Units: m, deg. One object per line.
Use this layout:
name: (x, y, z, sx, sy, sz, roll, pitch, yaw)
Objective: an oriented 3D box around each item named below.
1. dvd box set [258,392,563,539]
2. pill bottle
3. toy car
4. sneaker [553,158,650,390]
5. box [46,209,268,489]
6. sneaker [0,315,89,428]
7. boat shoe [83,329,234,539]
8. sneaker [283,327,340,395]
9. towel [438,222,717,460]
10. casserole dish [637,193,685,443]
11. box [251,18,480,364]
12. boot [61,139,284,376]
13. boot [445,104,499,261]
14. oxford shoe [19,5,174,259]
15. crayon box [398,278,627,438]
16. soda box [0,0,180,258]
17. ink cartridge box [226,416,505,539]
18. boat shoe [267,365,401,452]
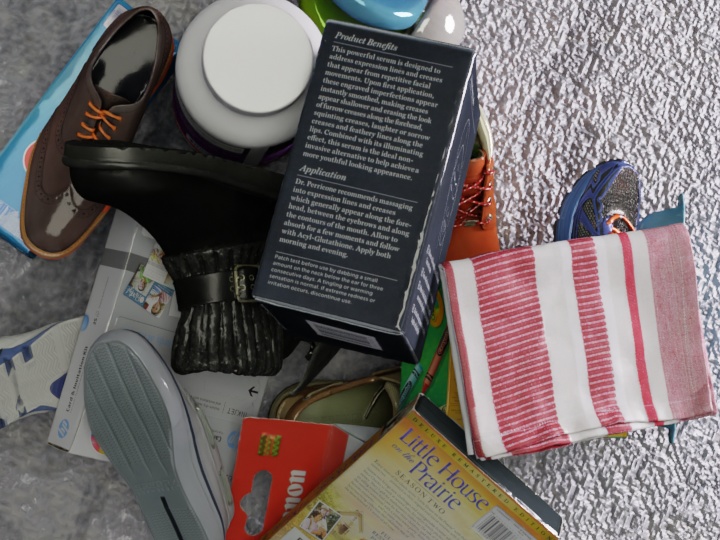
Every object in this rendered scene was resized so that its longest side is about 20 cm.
dvd box set: (0.031, 0.200, 1.145, 0.146, 0.029, 0.200, 41, 118, -7)
pill bottle: (-0.083, -0.141, 1.147, 0.112, 0.200, 0.113, 0, 87, -8)
toy car: (0.029, -0.258, 1.198, 0.175, 0.150, 0.200, 34, 82, -6)
sneaker: (0.193, 0.013, 1.169, 0.075, 0.078, 0.201, 14, 79, -39)
box: (-0.137, 0.055, 1.176, 0.156, 0.041, 0.201, 19, 83, -38)
sneaker: (-0.279, 0.078, 1.162, 0.199, 0.115, 0.081, -20, 112, -39)
boat shoe: (-0.144, 0.121, 1.120, 0.073, 0.067, 0.200, -2, 118, 21)
sneaker: (-0.002, -0.002, 1.178, 0.060, 0.104, 0.200, 37, 122, 17)
towel: (0.159, 0.049, 1.098, 0.199, 0.023, 0.144, -9, 88, -21)
casserole dish: (0.239, 0.037, 1.239, 0.039, 0.121, 0.201, 3, 87, 9)
box: (0.010, -0.050, 1.074, 0.107, 0.148, 0.201, 14, 80, 9)
boot: (-0.127, -0.005, 1.098, 0.211, 0.079, 0.158, 12, 88, -40)
boot: (0.075, -0.054, 1.218, 0.075, 0.107, 0.201, -15, 93, -15)
oxford shoe: (-0.197, -0.104, 1.122, 0.071, 0.073, 0.200, 22, 83, -6)
crayon box: (0.125, 0.070, 1.201, 0.200, 0.058, 0.119, 6, 85, -37)
soda box: (-0.221, -0.108, 1.190, 0.064, 0.068, 0.200, 37, 82, -4)
ink cartridge box: (-0.002, 0.197, 1.185, 0.199, 0.050, 0.163, 6, 116, -12)
boat shoe: (0.029, 0.112, 1.216, 0.199, 0.074, 0.076, -11, 89, -13)
